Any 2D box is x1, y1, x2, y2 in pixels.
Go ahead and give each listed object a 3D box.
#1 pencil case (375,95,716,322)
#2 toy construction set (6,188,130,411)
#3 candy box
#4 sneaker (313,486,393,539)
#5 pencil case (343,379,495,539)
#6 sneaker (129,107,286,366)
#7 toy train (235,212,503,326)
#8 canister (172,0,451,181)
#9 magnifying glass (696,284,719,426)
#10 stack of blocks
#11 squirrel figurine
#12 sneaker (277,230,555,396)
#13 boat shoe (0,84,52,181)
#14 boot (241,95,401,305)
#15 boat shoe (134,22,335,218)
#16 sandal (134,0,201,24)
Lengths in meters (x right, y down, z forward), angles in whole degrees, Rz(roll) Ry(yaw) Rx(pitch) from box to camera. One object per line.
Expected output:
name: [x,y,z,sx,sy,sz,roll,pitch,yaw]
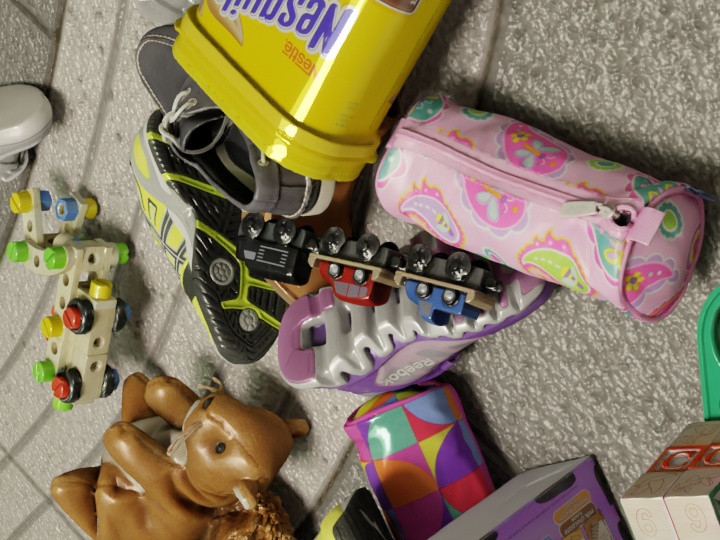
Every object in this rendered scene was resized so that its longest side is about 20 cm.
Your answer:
pencil case: [0.103,-0.040,0.895,0.199,0.087,0.088,26,127,39]
toy construction set: [-0.247,0.039,1.295,0.131,0.092,0.201,31,131,41]
candy box: [0.116,0.246,0.970,0.071,0.167,0.201,-21,94,49]
sneaker: [-0.014,0.210,1.036,0.200,0.090,0.078,80,166,-66]
pencil case: [0.063,0.171,1.057,0.088,0.088,0.201,-21,97,49]
sneaker: [-0.115,-0.023,1.155,0.076,0.075,0.201,-30,77,57]
toy train: [0.000,0.000,0.966,0.199,0.034,0.046,12,85,35]
canister: [-0.012,-0.177,0.902,0.149,0.086,0.201,46,118,30]
magnifying glass: [0.218,0.084,0.894,0.079,0.022,0.201,35,130,28]
stack of blocks: [0.215,0.199,0.864,0.058,0.115,0.201,-10,108,43]
squirrel figurine: [-0.114,0.173,1.226,0.186,0.142,0.201,-20,110,39]
sneaker: [0.045,0.032,1.006,0.199,0.088,0.081,-24,54,28]
boat shoe: [-0.321,-0.109,1.326,0.199,0.072,0.069,-6,127,41]
boot: [-0.016,-0.071,1.027,0.155,0.076,0.201,-29,81,46]
boat shoe: [-0.097,-0.102,1.001,0.200,0.063,0.073,44,129,32]
sandal: [-0.114,-0.250,1.039,0.203,0.082,0.050,122,156,-47]
